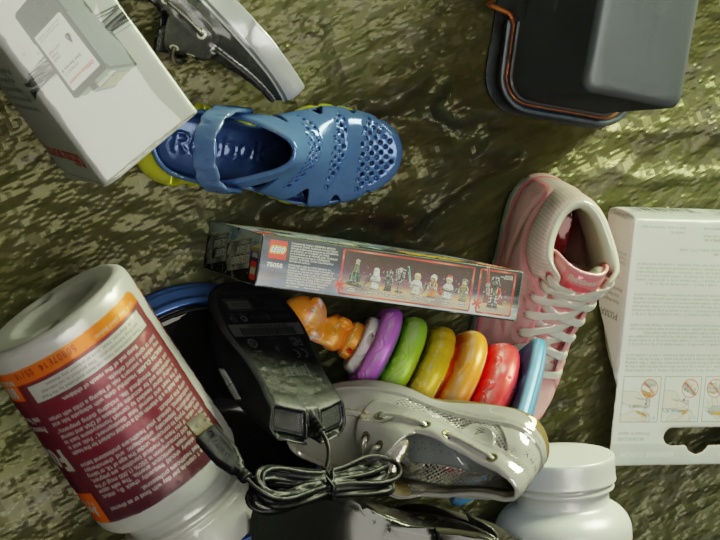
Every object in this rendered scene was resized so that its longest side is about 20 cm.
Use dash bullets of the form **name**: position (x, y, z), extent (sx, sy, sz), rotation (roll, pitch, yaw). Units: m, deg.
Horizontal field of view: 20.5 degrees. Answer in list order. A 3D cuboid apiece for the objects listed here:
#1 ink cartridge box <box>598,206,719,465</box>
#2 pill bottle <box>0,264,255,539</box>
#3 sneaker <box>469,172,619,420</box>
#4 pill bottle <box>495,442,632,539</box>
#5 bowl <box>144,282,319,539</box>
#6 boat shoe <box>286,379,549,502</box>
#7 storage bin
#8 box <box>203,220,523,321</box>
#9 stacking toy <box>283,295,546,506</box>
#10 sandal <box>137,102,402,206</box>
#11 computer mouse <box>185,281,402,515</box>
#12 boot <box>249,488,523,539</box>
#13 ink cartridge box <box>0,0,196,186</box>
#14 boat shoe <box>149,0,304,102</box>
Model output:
- **ink cartridge box**: position (0.269, 0.052, 1.596), extent (0.162, 0.057, 0.201), rotation (1, 105, -20)
- **pill bottle**: position (-0.159, 0.107, 1.369), extent (0.114, 0.114, 0.201), rotation (-35, 106, -12)
- **sneaker**: position (0.140, 0.030, 1.512), extent (0.075, 0.105, 0.201), rotation (7, 96, -21)
- **pill bottle**: position (0.158, 0.241, 1.543), extent (0.108, 0.109, 0.201), rotation (-4, 98, -19)
- **bowl**: position (-0.115, 0.111, 1.466), extent (0.200, 0.039, 0.202), rotation (-3, 98, -19)
- **boat shoe**: position (0.029, 0.126, 1.398), extent (0.069, 0.199, 0.071), rotation (-55, 140, -50)
- **storage bin**: position (0.179, -0.209, 1.478), extent (0.145, 0.134, 0.201), rotation (9, 93, -20)
- **box**: position (0.000, 0.000, 1.440), extent (0.199, 0.137, 0.040), rotation (8, 92, -20)
- **stacking toy**: position (0.029, 0.071, 1.459), extent (0.199, 0.110, 0.116), rotation (28, 132, -8)
- **sandal**: position (-0.060, -0.083, 1.436), extent (0.199, 0.087, 0.080), rotation (-2, 96, -21)
- **computer mouse**: position (-0.074, 0.094, 1.361), extent (0.140, 0.200, 0.046), rotation (-7, 140, -43)
- **boot**: position (0.022, 0.194, 1.426), extent (0.199, 0.174, 0.070), rotation (14, 91, 1)
- **ink cartridge box**: position (-0.214, -0.163, 1.339), extent (0.084, 0.146, 0.200), rotation (-39, 108, -12)
- **boat shoe**: position (-0.127, -0.183, 1.410), extent (0.066, 0.070, 0.200), rotation (-45, 108, -1)
